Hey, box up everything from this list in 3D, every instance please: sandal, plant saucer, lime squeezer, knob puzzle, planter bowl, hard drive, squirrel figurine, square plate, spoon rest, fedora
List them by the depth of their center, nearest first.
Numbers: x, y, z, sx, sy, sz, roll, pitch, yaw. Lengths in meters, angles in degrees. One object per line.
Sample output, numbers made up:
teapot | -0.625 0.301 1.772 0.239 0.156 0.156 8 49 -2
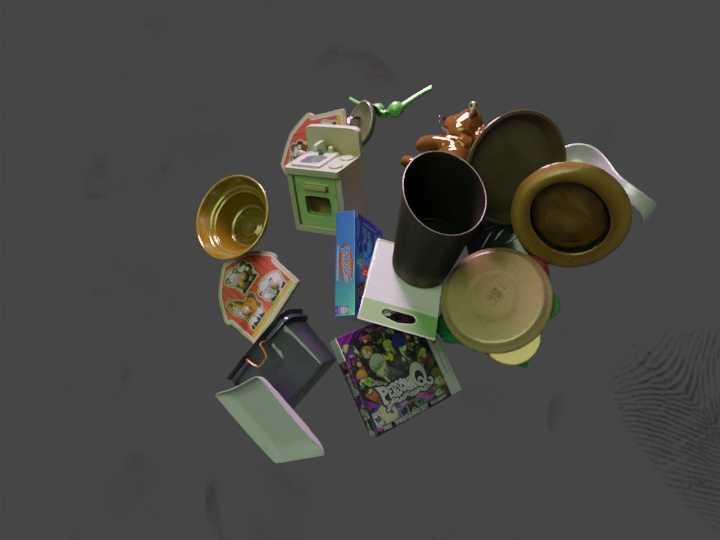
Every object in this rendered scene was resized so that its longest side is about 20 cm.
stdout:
fedora | 0.359 -0.104 0.907 0.199 0.082 0.202 8 123 12
plant saucer | 0.269 -0.180 0.925 0.200 0.200 0.029 -51 27 6
spoon rest | 0.428 -0.157 0.939 0.200 0.061 0.100 38 95 25
hard drive | 0.272 -0.048 0.994 0.134 0.042 0.201 -19 71 20
squirrel figurine | 0.205 -0.226 1.014 0.199 0.142 0.187 18 69 43
square plate | -0.179 0.295 1.040 0.198 0.028 0.200 52 137 -8
lime squeezer | 0.057 -0.369 1.163 0.199 0.038 0.071 0 79 25
sandal | -0.042 -0.292 1.174 0.201 0.057 0.080 -47 60 14
knob puzzle | -0.108 -0.251 1.178 0.219 0.030 0.221 8 104 33
knob puzzle | -0.258 0.041 1.210 0.218 0.030 0.221 -5 77 23
planter bowl | -0.279 -0.113 1.231 0.199 0.083 0.202 -6 76 23

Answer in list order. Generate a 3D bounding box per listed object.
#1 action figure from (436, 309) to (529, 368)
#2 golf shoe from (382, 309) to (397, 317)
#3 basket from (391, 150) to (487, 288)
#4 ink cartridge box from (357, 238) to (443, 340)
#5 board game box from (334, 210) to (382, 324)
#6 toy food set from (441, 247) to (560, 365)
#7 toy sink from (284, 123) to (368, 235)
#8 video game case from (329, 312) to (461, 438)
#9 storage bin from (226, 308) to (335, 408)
action figure | 0.217 0.108 0.979 0.199 0.055 0.119 4 82 28
golf shoe | 0.064 0.106 1.027 0.072 0.092 0.201 -2 76 27
basket | 0.123 -0.071 0.911 0.135 0.200 0.181 3 56 -5
ink cartridge box | 0.078 0.039 0.979 0.145 0.048 0.201 16 51 0
board game box | 0.000 0.000 1.045 0.045 0.152 0.201 -5 78 22
toy food set | 0.240 0.051 0.920 0.199 0.049 0.199 24 81 31
toy sink | -0.071 -0.184 1.083 0.130 0.112 0.201 11 124 25
video game case | 0.067 0.174 0.954 0.182 0.199 0.036 66 151 9
storage bin | -0.156 0.197 1.087 0.134 0.145 0.200 42 97 15
